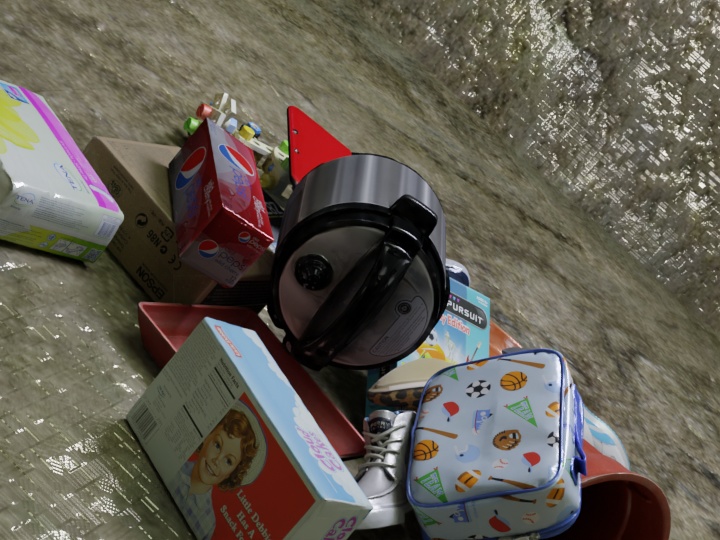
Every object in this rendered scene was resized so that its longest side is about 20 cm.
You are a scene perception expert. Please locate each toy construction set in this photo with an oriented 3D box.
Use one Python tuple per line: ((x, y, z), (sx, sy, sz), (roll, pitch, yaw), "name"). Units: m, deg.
((-0.148, -0.147, 1.881), (0.200, 0.092, 0.131), (42, 12, -40), "toy construction set")

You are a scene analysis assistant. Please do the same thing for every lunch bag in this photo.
((0.126, 0.160, 1.345), (0.201, 0.159, 0.076), (-79, 153, -51), "lunch bag")

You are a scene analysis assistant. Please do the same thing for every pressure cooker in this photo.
((-0.003, -0.001, 1.473), (0.200, 0.177, 0.177), (-83, 167, -63), "pressure cooker")

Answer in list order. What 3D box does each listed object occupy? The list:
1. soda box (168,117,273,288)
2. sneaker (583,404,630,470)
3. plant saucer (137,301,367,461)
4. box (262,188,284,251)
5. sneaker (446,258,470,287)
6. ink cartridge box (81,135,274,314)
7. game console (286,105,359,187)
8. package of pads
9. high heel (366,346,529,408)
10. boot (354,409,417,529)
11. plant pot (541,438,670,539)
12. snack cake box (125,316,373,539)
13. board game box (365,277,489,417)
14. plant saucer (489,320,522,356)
((-0.137, -0.068, 1.455), (0.063, 0.070, 0.200), (34, 19, -26), "soda box")
((0.241, 0.197, 1.777), (0.200, 0.076, 0.081), (50, 47, -17), "sneaker")
((-0.102, 0.113, 1.394), (0.200, 0.037, 0.200), (48, 18, 21), "plant saucer")
((-0.144, -0.058, 1.715), (0.161, 0.049, 0.200), (48, 16, 11), "box")
((0.038, 0.042, 1.699), (0.198, 0.071, 0.109), (-6, 29, -12), "sneaker")
((-0.185, -0.039, 1.527), (0.200, 0.075, 0.164), (47, 16, 18), "ink cartridge box")
((-0.046, -0.073, 1.827), (0.118, 0.173, 0.201), (9, 33, -9), "game console")
((-0.325, -0.104, 1.392), (0.200, 0.068, 0.154), (50, 18, 30), "package of pads")
((0.091, 0.161, 1.545), (0.198, 0.144, 0.071), (-7, 21, -29), "high heel")
((0.013, 0.175, 1.364), (0.200, 0.073, 0.097), (-3, 89, -76), "boot")
((0.161, 0.222, 1.462), (0.200, 0.201, 0.195), (27, 13, -39), "plant pot")
((-0.091, 0.148, 1.188), (0.067, 0.115, 0.200), (20, 27, -51), "snack cake box")
((0.075, 0.101, 1.621), (0.150, 0.047, 0.202), (27, 56, -40), "board game box")
((0.177, 0.120, 1.892), (0.200, 0.032, 0.200), (39, 14, -11), "plant saucer")
